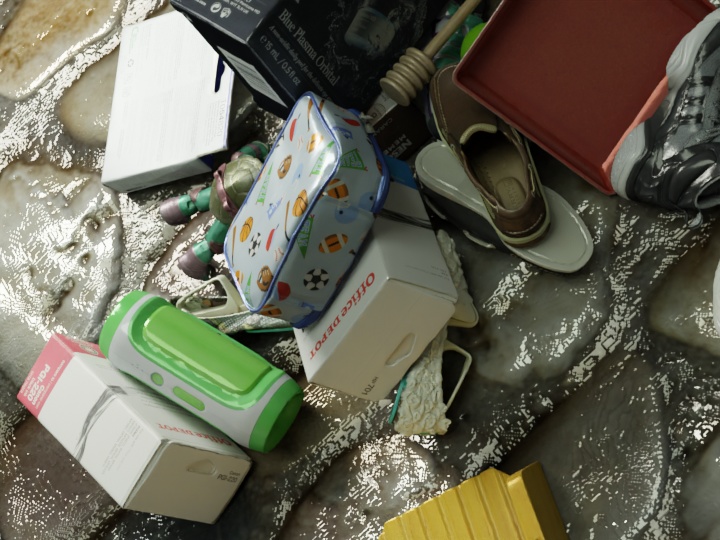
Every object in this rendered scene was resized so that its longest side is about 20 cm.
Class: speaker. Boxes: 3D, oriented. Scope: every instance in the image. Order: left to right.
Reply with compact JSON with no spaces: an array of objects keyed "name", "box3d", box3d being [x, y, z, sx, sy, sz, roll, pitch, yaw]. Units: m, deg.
[{"name":"speaker","box3d":[-0.158,0.099,1.636,0.200,0.088,0.089,30,89,13]}]

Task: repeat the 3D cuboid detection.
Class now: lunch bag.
[{"name":"lunch bag","box3d":[-0.050,-0.060,1.520,0.200,0.075,0.160,-58,30,22]}]

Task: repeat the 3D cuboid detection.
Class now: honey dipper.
[{"name":"honey dipper","box3d":[0.095,-0.244,1.600,0.038,0.038,0.200,32,77,36]}]

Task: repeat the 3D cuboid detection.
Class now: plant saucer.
[{"name":"plant saucer","box3d":[0.210,-0.204,1.522,0.200,0.199,0.037,-56,18,3]}]

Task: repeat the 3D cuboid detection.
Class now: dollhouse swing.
[{"name":"dollhouse swing","box3d":[0.061,0.260,1.422,0.200,0.176,0.182,-30,59,19]}]

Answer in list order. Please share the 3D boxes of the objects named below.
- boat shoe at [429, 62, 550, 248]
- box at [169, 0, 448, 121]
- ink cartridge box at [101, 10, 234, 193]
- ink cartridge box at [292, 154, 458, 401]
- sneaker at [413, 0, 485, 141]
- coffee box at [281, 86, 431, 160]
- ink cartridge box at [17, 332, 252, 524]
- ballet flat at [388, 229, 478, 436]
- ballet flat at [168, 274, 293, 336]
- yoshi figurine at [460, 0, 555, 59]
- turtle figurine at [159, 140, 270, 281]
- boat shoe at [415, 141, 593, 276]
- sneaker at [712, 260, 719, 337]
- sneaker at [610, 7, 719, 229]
[{"name":"boat shoe","box3d":[0.118,-0.121,1.521,0.075,0.075,0.203,-30,62,5]},{"name":"box","box3d":[-0.043,-0.260,1.574,0.117,0.197,0.200,32,82,35]},{"name":"ink cartridge box","box3d":[-0.195,-0.197,1.817,0.200,0.041,0.200,-11,66,40]},{"name":"ink cartridge box","box3d":[0.000,0.000,1.562,0.147,0.086,0.200,-53,34,29]},{"name":"sneaker","box3d":[0.079,-0.212,1.669,0.087,0.074,0.200,-20,55,46]},{"name":"coffee box","box3d":[-0.029,-0.184,1.701,0.114,0.080,0.200,-41,56,7]},{"name":"ink cartridge box","box3d":[-0.226,0.159,1.651,0.200,0.146,0.085,36,98,36]},{"name":"ballet flat","box3d":[0.077,0.064,1.565,0.072,0.072,0.200,6,77,33]},{"name":"ballet flat","box3d":[-0.119,0.035,1.675,0.200,0.072,0.072,-11,67,29]},{"name":"yoshi figurine","box3d":[0.173,-0.237,1.592,0.200,0.112,0.112,-46,45,11]},{"name":"turtle figurine","box3d":[-0.115,-0.076,1.709,0.200,0.101,0.150,-29,55,28]},{"name":"boat shoe","box3d":[0.135,-0.050,1.566,0.200,0.060,0.074,31,66,24]},{"name":"sneaker","box3d":[0.338,-0.033,1.410,0.078,0.099,0.200,10,77,34]},{"name":"sneaker","box3d":[0.319,-0.133,1.479,0.114,0.075,0.200,36,98,35]}]
